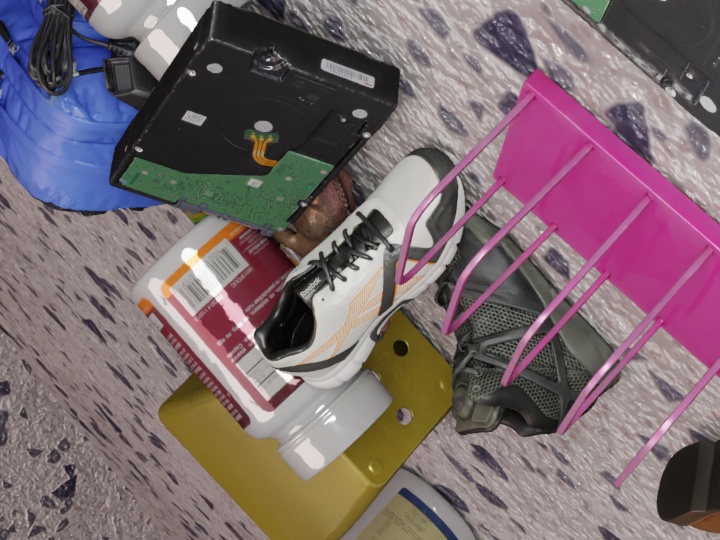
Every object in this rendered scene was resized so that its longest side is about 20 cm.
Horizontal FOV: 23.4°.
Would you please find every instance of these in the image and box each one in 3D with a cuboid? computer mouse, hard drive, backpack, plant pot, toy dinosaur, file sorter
[{"bbox_3d":[-0.150,-0.176,1.304,0.198,0.142,0.046,9,161,-20],"label":"computer mouse"},{"bbox_3d":[-0.077,-0.099,1.205,0.138,0.038,0.200,17,147,-19],"label":"hard drive"},{"bbox_3d":[-0.221,-0.149,1.370,0.201,0.161,0.169,55,140,36],"label":"backpack"},{"bbox_3d":[-0.026,0.117,1.552,0.200,0.200,0.176,47,152,-6],"label":"plant pot"},{"bbox_3d":[0.127,-0.162,0.815,0.200,0.038,0.140,42,162,11],"label":"hard drive"},{"bbox_3d":[-0.028,-0.053,1.341,0.201,0.086,0.135,56,160,-18],"label":"toy dinosaur"},{"bbox_3d":[0.130,0.013,1.046,0.200,0.125,0.139,42,163,11],"label":"file sorter"}]

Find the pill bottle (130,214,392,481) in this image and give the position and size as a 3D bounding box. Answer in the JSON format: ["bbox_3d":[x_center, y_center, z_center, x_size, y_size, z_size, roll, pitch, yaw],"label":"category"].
[{"bbox_3d":[-0.073,0.055,1.342,0.200,0.114,0.114,49,163,-1],"label":"pill bottle"}]

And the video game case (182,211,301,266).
[{"bbox_3d":[-0.131,-0.065,1.649,0.182,0.023,0.200,50,161,-12],"label":"video game case"}]

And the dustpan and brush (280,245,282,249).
[{"bbox_3d":[-0.115,-0.105,1.455,0.200,0.057,0.139,50,162,-12],"label":"dustpan and brush"}]

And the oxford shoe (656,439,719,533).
[{"bbox_3d":[0.270,0.140,1.142,0.071,0.072,0.200,19,166,-11],"label":"oxford shoe"}]

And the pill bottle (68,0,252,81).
[{"bbox_3d":[-0.174,-0.235,1.224,0.200,0.110,0.110,47,163,-4],"label":"pill bottle"}]

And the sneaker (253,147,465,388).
[{"bbox_3d":[0.000,0.000,1.220,0.080,0.201,0.074,13,-155,-52],"label":"sneaker"}]

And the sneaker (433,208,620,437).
[{"bbox_3d":[0.082,0.040,1.243,0.200,0.114,0.076,47,161,3],"label":"sneaker"}]

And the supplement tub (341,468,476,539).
[{"bbox_3d":[0.016,0.328,1.882,0.144,0.200,0.145,40,162,16],"label":"supplement tub"}]
